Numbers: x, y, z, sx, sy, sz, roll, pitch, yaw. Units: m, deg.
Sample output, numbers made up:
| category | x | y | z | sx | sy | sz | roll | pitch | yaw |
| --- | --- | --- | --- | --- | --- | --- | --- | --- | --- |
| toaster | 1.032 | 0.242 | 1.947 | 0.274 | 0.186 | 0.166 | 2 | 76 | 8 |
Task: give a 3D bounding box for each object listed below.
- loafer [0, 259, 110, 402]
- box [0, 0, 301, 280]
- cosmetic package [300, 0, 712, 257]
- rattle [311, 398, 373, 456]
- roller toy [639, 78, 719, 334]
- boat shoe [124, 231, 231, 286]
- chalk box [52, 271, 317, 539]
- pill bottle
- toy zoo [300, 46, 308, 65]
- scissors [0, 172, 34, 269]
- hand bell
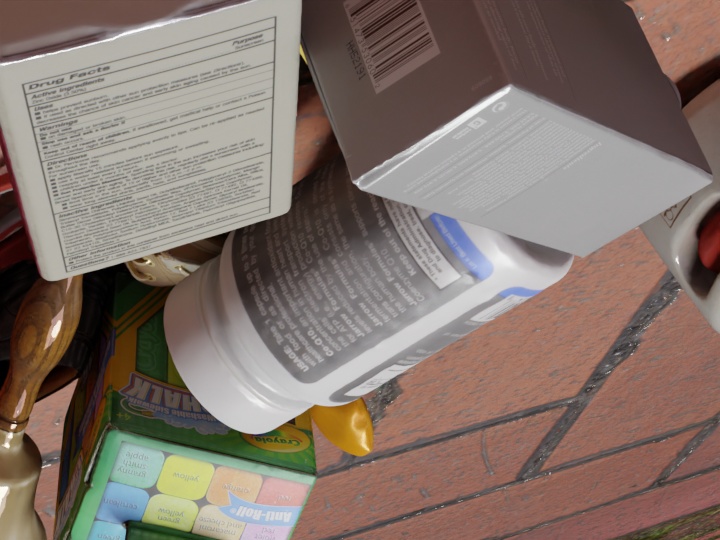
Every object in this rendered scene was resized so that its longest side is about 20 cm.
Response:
| category | x | y | z | sx | sy | sz | roll | pitch | yaw |
| --- | --- | --- | --- | --- | --- | --- | --- | --- | --- |
| loafer | -0.227 | 0.063 | 1.015 | 0.073 | 0.073 | 0.200 | 25 | 136 | -32 |
| box | -0.103 | -0.097 | 0.733 | 0.127 | 0.109 | 0.200 | -16 | 157 | -11 |
| cosmetic package | 0.067 | -0.081 | 0.748 | 0.090 | 0.107 | 0.200 | -32 | 154 | 24 |
| rattle | -0.103 | 0.066 | 1.081 | 0.130 | 0.144 | 0.199 | -19 | 169 | 36 |
| roller toy | 0.282 | -0.056 | 1.135 | 0.182 | 0.140 | 0.200 | -37 | 153 | 9 |
| boat shoe | -0.105 | -0.021 | 0.954 | 0.069 | 0.074 | 0.200 | -34 | 156 | 15 |
| chalk box | -0.103 | 0.115 | 0.970 | 0.124 | 0.200 | 0.124 | 15 | 119 | -16 |
| pill bottle | 0.000 | 0.000 | 0.866 | 0.200 | 0.114 | 0.114 | -32 | 156 | 28 |
| toy zoo | 0.037 | -0.121 | 0.796 | 0.131 | 0.021 | 0.200 | -23 | 157 | 7 |
| scissors | -0.225 | -0.008 | 0.953 | 0.199 | 0.014 | 0.073 | -20 | 137 | 36 |
| hand bell | -0.192 | 0.074 | 0.931 | 0.104 | 0.104 | 0.201 | 0 | 128 | -42 |
